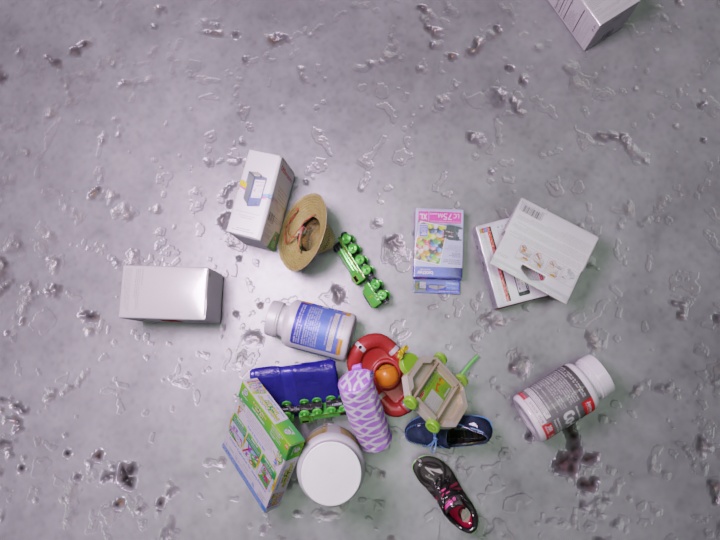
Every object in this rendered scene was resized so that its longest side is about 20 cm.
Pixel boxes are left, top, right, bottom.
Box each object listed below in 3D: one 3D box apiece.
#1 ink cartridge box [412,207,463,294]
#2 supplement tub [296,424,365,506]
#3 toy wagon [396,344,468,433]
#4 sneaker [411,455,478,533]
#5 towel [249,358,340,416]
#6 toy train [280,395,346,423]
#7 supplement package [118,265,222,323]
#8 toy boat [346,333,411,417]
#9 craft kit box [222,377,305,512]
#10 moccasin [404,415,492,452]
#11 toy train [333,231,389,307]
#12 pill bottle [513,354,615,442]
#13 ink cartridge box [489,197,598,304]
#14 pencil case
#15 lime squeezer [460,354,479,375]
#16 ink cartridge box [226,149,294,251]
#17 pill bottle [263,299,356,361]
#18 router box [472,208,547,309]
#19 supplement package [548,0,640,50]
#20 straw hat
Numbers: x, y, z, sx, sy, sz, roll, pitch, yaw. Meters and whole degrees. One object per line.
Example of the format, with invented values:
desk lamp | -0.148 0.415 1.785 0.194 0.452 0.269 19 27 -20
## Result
ink cartridge box | 0.186 -0.047 1.374 0.118 0.042 0.203 3 83 3
supplement tub | -0.063 0.415 1.230 0.143 0.200 0.147 0 82 -3
toy wagon | 0.149 0.247 1.252 0.200 0.040 0.155 46 50 -1
sneaker | 0.195 0.492 1.270 0.077 0.084 0.200 -42 82 -5
towel | -0.144 0.271 1.315 0.197 0.050 0.149 -6 119 2
toy train | -0.114 0.317 1.290 0.197 0.057 0.042 -7 43 0
supplement package | -0.436 0.058 1.336 0.197 0.121 0.121 1 81 3
toy boat | 0.058 0.233 1.291 0.131 0.131 0.200 -45 82 -5
craft kit box | -0.215 0.373 1.237 0.200 0.048 0.199 42 124 36
moccasin | 0.192 0.357 1.278 0.198 0.068 0.081 -12 101 16
toy train | 0.000 0.000 1.367 0.056 0.042 0.201 -36 77 15
pill bottle | 0.452 0.280 1.275 0.199 0.114 0.115 -31 81 -2
ink cartridge box | 0.414 -0.043 1.310 0.199 0.044 0.175 28 83 5
pencil case | 0.011 0.304 1.255 0.083 0.086 0.202 -12 118 6
lime squeezer | 0.227 0.288 1.323 0.070 0.038 0.202 10 81 4
ink cartridge box | -0.230 -0.162 1.355 0.087 0.145 0.202 14 83 8
pill bottle | -0.116 0.132 1.324 0.198 0.112 0.113 15 82 4
router box | 0.378 -0.026 1.356 0.177 0.049 0.202 -13 81 0
supplement package | 0.559 -0.676 1.409 0.121 0.120 0.201 -31 81 -1
straw hat | -0.107 -0.081 1.361 0.085 0.200 0.203 19 81 -36
